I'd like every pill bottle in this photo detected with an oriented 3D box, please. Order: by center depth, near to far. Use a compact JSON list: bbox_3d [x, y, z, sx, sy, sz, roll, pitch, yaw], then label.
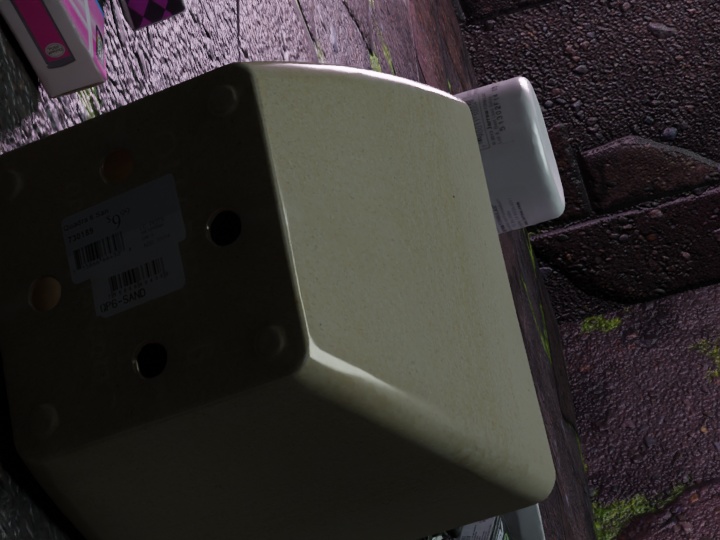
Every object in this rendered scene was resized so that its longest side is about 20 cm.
[{"bbox_3d":[0.050,-0.071,1.612,0.114,0.199,0.115,-15,90,-81],"label":"pill bottle"}]

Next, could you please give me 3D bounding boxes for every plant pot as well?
[{"bbox_3d":[-0.055,0.018,0.894,0.177,0.199,0.201,29,45,-62],"label":"plant pot"}]

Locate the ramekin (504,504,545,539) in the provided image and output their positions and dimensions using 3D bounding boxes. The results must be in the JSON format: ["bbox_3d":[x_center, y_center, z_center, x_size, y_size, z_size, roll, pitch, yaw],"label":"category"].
[{"bbox_3d":[0.088,0.178,1.693,0.200,0.105,0.201,-11,90,-88],"label":"ramekin"}]

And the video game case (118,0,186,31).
[{"bbox_3d":[-0.144,-0.239,1.107,0.181,0.036,0.201,-121,-168,-74],"label":"video game case"}]

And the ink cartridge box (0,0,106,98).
[{"bbox_3d":[-0.170,-0.181,0.966,0.200,0.037,0.095,62,15,-48],"label":"ink cartridge box"}]

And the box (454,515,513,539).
[{"bbox_3d":[0.088,0.309,1.530,0.193,0.047,0.200,68,31,-44],"label":"box"}]

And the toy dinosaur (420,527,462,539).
[{"bbox_3d":[-0.005,0.178,1.293,0.136,0.102,0.201,-43,135,-53],"label":"toy dinosaur"}]

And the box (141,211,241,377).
[{"bbox_3d":[-0.026,0.050,1.126,0.200,0.117,0.197,-1,77,-71],"label":"box"}]
